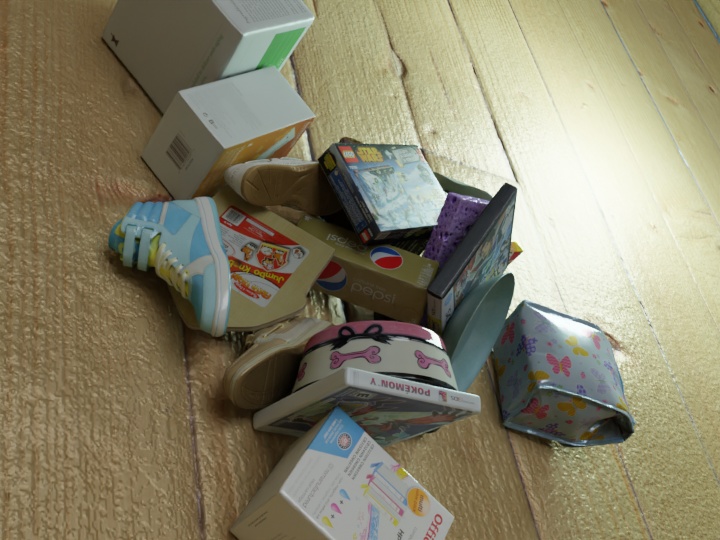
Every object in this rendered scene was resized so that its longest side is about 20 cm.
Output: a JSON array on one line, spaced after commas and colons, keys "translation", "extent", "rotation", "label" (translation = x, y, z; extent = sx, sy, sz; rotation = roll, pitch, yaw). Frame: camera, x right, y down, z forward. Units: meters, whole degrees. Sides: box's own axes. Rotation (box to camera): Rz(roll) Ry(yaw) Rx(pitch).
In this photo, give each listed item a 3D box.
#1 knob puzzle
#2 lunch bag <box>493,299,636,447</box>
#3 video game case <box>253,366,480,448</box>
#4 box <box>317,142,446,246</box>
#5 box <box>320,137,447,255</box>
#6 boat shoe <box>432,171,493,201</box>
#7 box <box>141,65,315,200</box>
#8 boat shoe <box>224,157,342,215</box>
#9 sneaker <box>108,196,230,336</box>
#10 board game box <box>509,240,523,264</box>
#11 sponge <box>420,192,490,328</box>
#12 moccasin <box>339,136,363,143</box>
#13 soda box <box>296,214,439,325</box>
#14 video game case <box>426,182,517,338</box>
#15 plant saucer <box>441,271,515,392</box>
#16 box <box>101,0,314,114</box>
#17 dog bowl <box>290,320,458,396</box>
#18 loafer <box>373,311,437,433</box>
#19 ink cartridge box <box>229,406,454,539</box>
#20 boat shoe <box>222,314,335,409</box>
[{"translation": [-0.153, 0.004, 1.104], "extent": [0.215, 0.031, 0.223], "rotation": [6, 52, -8], "label": "knob puzzle"}, {"translation": [0.304, 0.164, 1.330], "extent": [0.197, 0.128, 0.172], "rotation": [16, 43, -18], "label": "lunch bag"}, {"translation": [0.004, 0.160, 0.999], "extent": [0.180, 0.199, 0.023], "rotation": [16, 60, -31], "label": "video game case"}, {"translation": [0.043, -0.107, 1.227], "extent": [0.198, 0.040, 0.139], "rotation": [-8, 66, -52], "label": "box"}, {"translation": [0.028, -0.103, 1.335], "extent": [0.198, 0.100, 0.076], "rotation": [25, 42, -23], "label": "box"}, {"translation": [0.181, -0.104, 1.453], "extent": [0.071, 0.071, 0.200], "rotation": [12, 18, -44], "label": "boat shoe"}, {"translation": [-0.174, -0.182, 1.203], "extent": [0.098, 0.124, 0.199], "rotation": [49, 39, 7], "label": "box"}, {"translation": [-0.095, -0.120, 1.196], "extent": [0.069, 0.072, 0.198], "rotation": [25, 13, 40], "label": "boat shoe"}, {"translation": [-0.219, -0.003, 1.022], "extent": [0.128, 0.080, 0.202], "rotation": [0, 43, -20], "label": "sneaker"}, {"translation": [0.158, -0.007, 1.369], "extent": [0.198, 0.096, 0.030], "rotation": [-2, 56, -43], "label": "board game box"}, {"translation": [0.126, -0.007, 1.261], "extent": [0.030, 0.203, 0.111], "rotation": [32, 17, 38], "label": "sponge"}, {"translation": [0.046, -0.144, 1.419], "extent": [0.199, 0.074, 0.079], "rotation": [26, 49, -7], "label": "moccasin"}, {"translation": [0.000, 0.000, 1.187], "extent": [0.197, 0.069, 0.064], "rotation": [20, 39, 6], "label": "soda box"}, {"translation": [0.152, 0.008, 1.224], "extent": [0.025, 0.182, 0.201], "rotation": [28, 63, 22], "label": "video game case"}, {"translation": [0.147, 0.087, 1.218], "extent": [0.038, 0.204, 0.200], "rotation": [26, 32, 22], "label": "plant saucer"}, {"translation": [-0.213, -0.342, 1.250], "extent": [0.201, 0.199, 0.171], "rotation": [50, 39, 8], "label": "box"}, {"translation": [0.016, 0.121, 1.032], "extent": [0.197, 0.199, 0.075], "rotation": [16, 60, -31], "label": "dog bowl"}, {"translation": [0.051, 0.119, 1.185], "extent": [0.062, 0.072, 0.203], "rotation": [0, 58, -34], "label": "loafer"}, {"translation": [-0.008, 0.272, 0.935], "extent": [0.200, 0.125, 0.129], "rotation": [42, 45, -3], "label": "ink cartridge box"}, {"translation": [-0.106, 0.103, 1.060], "extent": [0.068, 0.075, 0.199], "rotation": [21, 22, 25], "label": "boat shoe"}]
